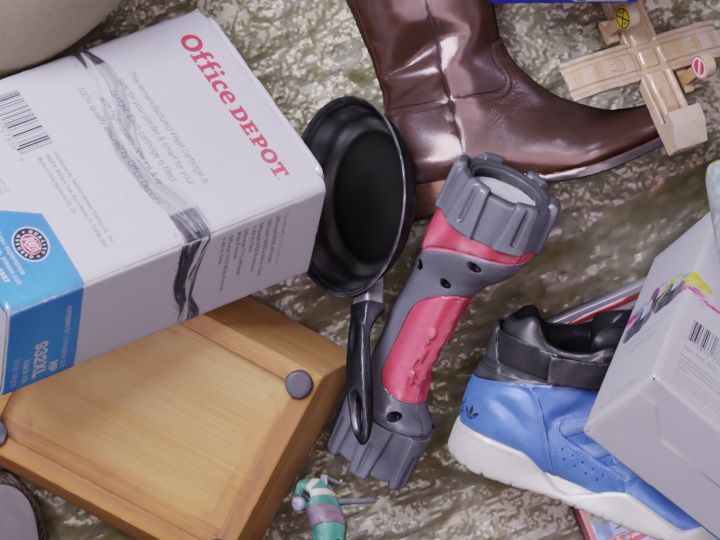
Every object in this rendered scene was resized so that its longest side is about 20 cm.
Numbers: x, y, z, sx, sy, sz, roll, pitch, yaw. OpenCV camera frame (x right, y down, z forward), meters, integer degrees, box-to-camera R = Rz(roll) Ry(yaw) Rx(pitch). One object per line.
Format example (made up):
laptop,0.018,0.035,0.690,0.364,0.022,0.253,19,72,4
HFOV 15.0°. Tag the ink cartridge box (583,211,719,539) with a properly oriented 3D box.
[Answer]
ink cartridge box,0.214,0.046,1.556,0.115,0.200,0.068,39,133,-9

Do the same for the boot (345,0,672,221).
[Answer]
boot,0.084,-0.146,1.590,0.185,0.064,0.201,-15,91,-3

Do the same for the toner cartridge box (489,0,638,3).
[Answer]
toner cartridge box,0.120,-0.251,1.540,0.094,0.043,0.201,4,78,29

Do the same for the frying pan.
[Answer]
frying pan,0.008,-0.011,1.560,0.031,0.115,0.191,1,56,-36

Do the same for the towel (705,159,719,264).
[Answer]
towel,0.284,0.034,1.540,0.199,0.172,0.048,15,138,-31

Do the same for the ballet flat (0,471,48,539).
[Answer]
ballet flat,-0.204,0.216,1.624,0.067,0.046,0.201,-8,101,-6

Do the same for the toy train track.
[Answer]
toy train track,0.153,-0.164,1.573,0.114,0.033,0.201,-18,79,-30

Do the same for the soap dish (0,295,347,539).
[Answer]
soap dish,-0.123,0.074,1.590,0.199,0.081,0.158,28,94,-5

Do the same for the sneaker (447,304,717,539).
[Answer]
sneaker,0.160,0.085,1.585,0.199,0.077,0.112,19,104,3

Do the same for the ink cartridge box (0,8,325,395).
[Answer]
ink cartridge box,-0.141,-0.040,1.512,0.199,0.084,0.145,-22,60,-25

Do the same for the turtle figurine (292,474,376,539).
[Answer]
turtle figurine,-0.022,0.196,1.565,0.199,0.101,0.151,-10,111,-27

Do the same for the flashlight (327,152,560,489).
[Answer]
flashlight,0.046,0.032,1.570,0.068,0.068,0.201,23,112,-2

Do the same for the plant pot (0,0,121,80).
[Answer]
plant pot,-0.216,-0.182,1.523,0.199,0.201,0.135,25,121,-4

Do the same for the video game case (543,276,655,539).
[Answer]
video game case,0.187,0.105,1.636,0.142,0.017,0.201,-22,96,0
